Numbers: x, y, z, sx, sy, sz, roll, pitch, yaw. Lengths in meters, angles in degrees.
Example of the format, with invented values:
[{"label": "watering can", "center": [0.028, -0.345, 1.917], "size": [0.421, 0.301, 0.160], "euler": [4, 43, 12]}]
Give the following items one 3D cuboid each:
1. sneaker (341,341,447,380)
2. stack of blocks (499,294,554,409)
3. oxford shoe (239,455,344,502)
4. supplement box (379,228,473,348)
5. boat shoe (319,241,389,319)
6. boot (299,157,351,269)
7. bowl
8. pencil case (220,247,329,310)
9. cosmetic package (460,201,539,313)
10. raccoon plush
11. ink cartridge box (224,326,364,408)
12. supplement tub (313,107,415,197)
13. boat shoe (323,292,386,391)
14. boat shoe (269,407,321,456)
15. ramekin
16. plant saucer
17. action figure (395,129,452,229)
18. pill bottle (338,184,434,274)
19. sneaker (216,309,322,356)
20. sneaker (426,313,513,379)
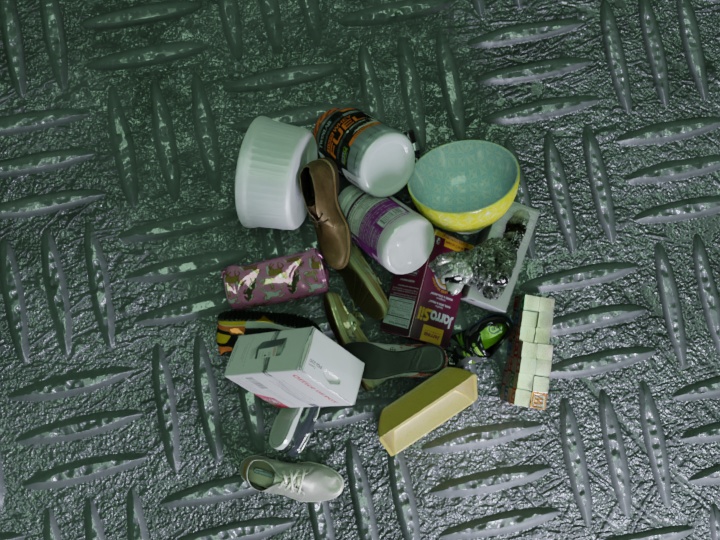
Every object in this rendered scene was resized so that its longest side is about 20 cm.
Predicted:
[{"label": "sneaker", "center": [0.061, 0.167, 1.409], "size": [0.199, 0.108, 0.068], "euler": [-3, 78, 12]}, {"label": "stack of blocks", "center": [0.314, 0.149, 1.440], "size": [0.058, 0.115, 0.203], "euler": [9, 85, -2]}, {"label": "oxford shoe", "center": [-0.128, 0.388, 1.434], "size": [0.198, 0.058, 0.076], "euler": [13, 83, -3]}, {"label": "supplement box", "center": [0.123, 0.031, 1.432], "size": [0.110, 0.085, 0.202], "euler": [18, 84, -39]}, {"label": "boat shoe", "center": [-0.001, 0.001, 1.438], "size": [0.063, 0.074, 0.201], "euler": [-24, 61, -29]}, {"label": "boot", "center": [-0.069, -0.094, 1.374], "size": [0.073, 0.075, 0.202], "euler": [-4, 104, 31]}, {"label": "bowl", "center": [0.189, -0.132, 1.392], "size": [0.198, 0.108, 0.202], "euler": [-9, 45, 9]}, {"label": "pencil case", "center": [-0.157, 0.016, 1.434], "size": [0.198, 0.083, 0.087], "euler": [-13, 69, 5]}, {"label": "cosmetic package", "center": [0.257, -0.026, 1.454], "size": [0.089, 0.107, 0.202], "euler": [18, 87, -2]}, {"label": "raccoon plush", "center": [0.205, -0.038, 1.368], "size": [0.133, 0.097, 0.201], "euler": [25, 57, 0]}, {"label": "ink cartridge box", "center": [-0.114, 0.172, 1.342], "size": [0.145, 0.199, 0.086], "euler": [39, 57, -36]}, {"label": "supplement tub", "center": [0.000, -0.221, 1.404], "size": [0.121, 0.200, 0.124], "euler": [-16, 122, -27]}, {"label": "boat shoe", "center": [-0.009, 0.125, 1.454], "size": [0.062, 0.073, 0.202], "euler": [-27, 99, -11]}, {"label": "boat shoe", "center": [-0.104, 0.246, 1.444], "size": [0.060, 0.075, 0.201], "euler": [38, 73, -37]}, {"label": "ramekin", "center": [-0.146, -0.169, 1.390], "size": [0.097, 0.200, 0.203], "euler": [10, 86, 10]}, {"label": "plant saucer", "center": [0.116, 0.247, 1.396], "size": [0.199, 0.200, 0.049], "euler": [-32, 67, -4]}, {"label": "action figure", "center": [0.112, -0.164, 1.479], "size": [0.129, 0.069, 0.202], "euler": [-23, 91, -11]}, {"label": "pill bottle", "center": [0.036, -0.083, 1.401], "size": [0.111, 0.200, 0.113], "euler": [-16, 124, -26]}, {"label": "sneaker", "center": [-0.171, 0.130, 1.452], "size": [0.197, 0.070, 0.091], "euler": [7, 106, -5]}, {"label": "sneaker", "center": [0.201, 0.144, 1.451], "size": [0.199, 0.083, 0.071], "euler": [-34, 88, -2]}]
